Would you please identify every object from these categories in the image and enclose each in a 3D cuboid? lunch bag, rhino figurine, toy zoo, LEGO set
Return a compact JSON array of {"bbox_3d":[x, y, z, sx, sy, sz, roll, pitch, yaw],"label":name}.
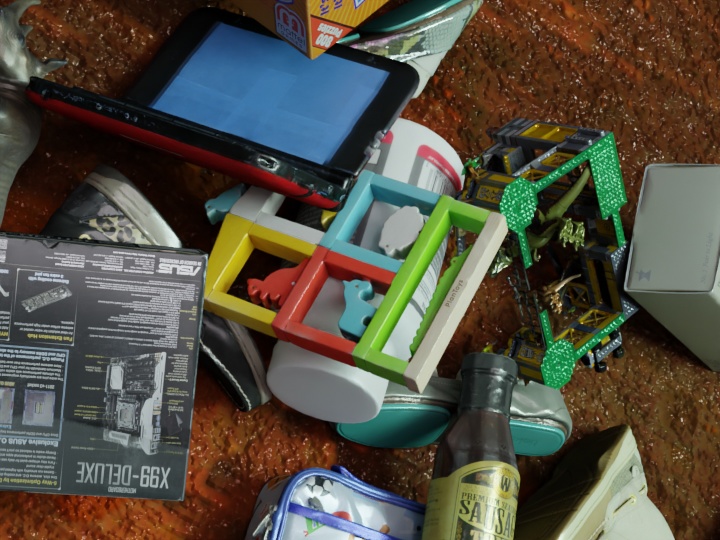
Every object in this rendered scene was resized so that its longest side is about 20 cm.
[{"bbox_3d":[0.004,0.227,1.070,0.199,0.075,0.162,23,70,-19],"label":"lunch bag"},{"bbox_3d":[-0.254,-0.094,1.002,0.087,0.060,0.201,33,68,-35],"label":"rhino figurine"},{"bbox_3d":[-0.019,-0.010,0.999,0.199,0.021,0.132,19,64,24],"label":"toy zoo"},{"bbox_3d":[0.120,-0.019,1.127,0.154,0.115,0.201,-41,124,-26],"label":"LEGO set"}]

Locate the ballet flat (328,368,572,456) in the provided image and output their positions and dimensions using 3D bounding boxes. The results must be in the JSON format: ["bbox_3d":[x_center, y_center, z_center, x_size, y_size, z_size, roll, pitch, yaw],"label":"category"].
[{"bbox_3d":[0.064,0.099,1.132,0.198,0.068,0.064,8,50,-22],"label":"ballet flat"}]

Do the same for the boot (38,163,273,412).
[{"bbox_3d":[-0.166,0.048,1.029,0.150,0.073,0.201,-41,106,-19],"label":"boot"}]

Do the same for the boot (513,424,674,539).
[{"bbox_3d":[0.186,0.220,1.117,0.156,0.072,0.200,63,33,-6],"label":"boot"}]

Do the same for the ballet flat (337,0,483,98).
[{"bbox_3d":[0.008,-0.157,1.149,0.199,0.069,0.072,-22,108,-21],"label":"ballet flat"}]

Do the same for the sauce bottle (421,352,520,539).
[{"bbox_3d":[0.077,0.157,1.048,0.065,0.066,0.202,15,69,-20],"label":"sauce bottle"}]

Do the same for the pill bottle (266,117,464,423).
[{"bbox_3d":[0.000,0.000,1.068,0.110,0.111,0.201,27,60,-17],"label":"pill bottle"}]

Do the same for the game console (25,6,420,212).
[{"bbox_3d":[-0.089,-0.126,1.013,0.199,0.172,0.120,19,90,25],"label":"game console"}]

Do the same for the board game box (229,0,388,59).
[{"bbox_3d":[-0.039,-0.315,1.036,0.199,0.201,0.200,38,65,23],"label":"board game box"}]

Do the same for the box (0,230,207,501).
[{"bbox_3d":[-0.200,0.057,0.950,0.198,0.050,0.159,5,93,-13],"label":"box"}]

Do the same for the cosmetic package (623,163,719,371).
[{"bbox_3d":[0.280,0.004,1.173,0.200,0.073,0.104,33,65,-53],"label":"cosmetic package"}]
